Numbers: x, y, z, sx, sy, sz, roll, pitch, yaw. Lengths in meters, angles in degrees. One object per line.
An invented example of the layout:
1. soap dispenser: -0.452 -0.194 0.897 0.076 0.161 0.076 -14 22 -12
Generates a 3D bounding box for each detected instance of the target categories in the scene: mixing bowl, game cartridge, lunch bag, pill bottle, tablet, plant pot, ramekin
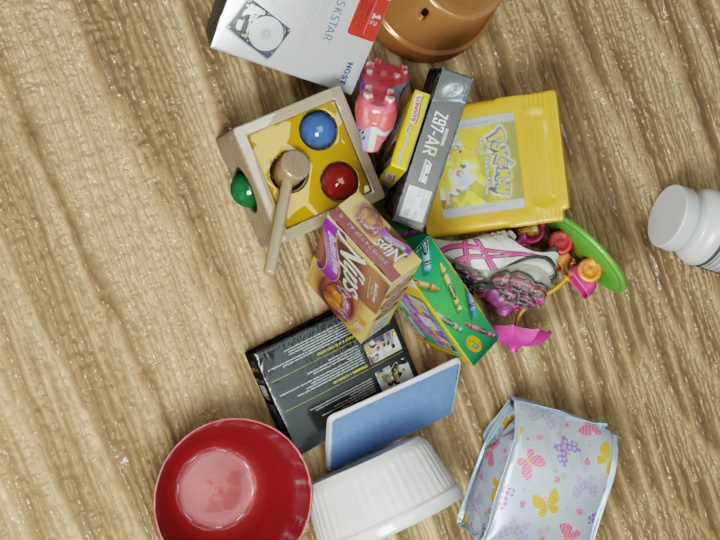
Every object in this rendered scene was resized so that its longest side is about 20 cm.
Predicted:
1. mixing bowl: -0.171 0.282 1.574 0.199 0.108 0.201 1 87 -20
2. game cartridge: 0.177 -0.143 1.696 0.199 0.032 0.177 -7 91 18
3. lunch bag: 0.248 0.286 1.720 0.169 0.127 0.201 17 92 -16
4. pill bottle: 0.531 -0.054 1.835 0.199 0.116 0.116 17 83 -18
5. tablet: 0.043 0.190 1.658 0.199 0.130 0.014 -22 54 -20
6. plant pot: 0.110 -0.389 1.680 0.199 0.140 0.201 0 89 -21
7. ramekin: 0.023 0.285 1.604 0.202 0.202 0.095 -21 84 -19

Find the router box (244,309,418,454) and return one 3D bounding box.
1. router box: -0.033 0.133 1.658 0.199 0.051 0.150 -25 99 -19

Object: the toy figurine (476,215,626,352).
1. toy figurine: 0.232 0.017 1.731 0.184 0.150 0.200 -43 81 -6

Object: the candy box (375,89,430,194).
1. candy box: 0.049 -0.161 1.619 0.026 0.200 0.103 21 81 -5

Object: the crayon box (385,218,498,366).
1. crayon box: 0.085 0.027 1.636 0.058 0.119 0.200 -46 125 -14

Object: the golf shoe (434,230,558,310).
1. golf shoe: 0.172 -0.014 1.689 0.092 0.199 0.073 -62 152 -21

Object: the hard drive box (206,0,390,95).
1. hard drive box: -0.079 -0.336 1.609 0.199 0.077 0.156 15 114 -19

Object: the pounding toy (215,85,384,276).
1. pounding toy: -0.085 -0.112 1.599 0.199 0.142 0.185 -25 96 -19

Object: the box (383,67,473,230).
1. box: 0.085 -0.160 1.622 0.043 0.160 0.201 18 97 -5

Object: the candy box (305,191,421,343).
1. candy box: 0.000 0.000 1.551 0.056 0.200 0.117 -37 78 -22

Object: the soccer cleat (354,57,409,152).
1. soccer cleat: 0.024 -0.221 1.639 0.066 0.200 0.077 13 116 -1
